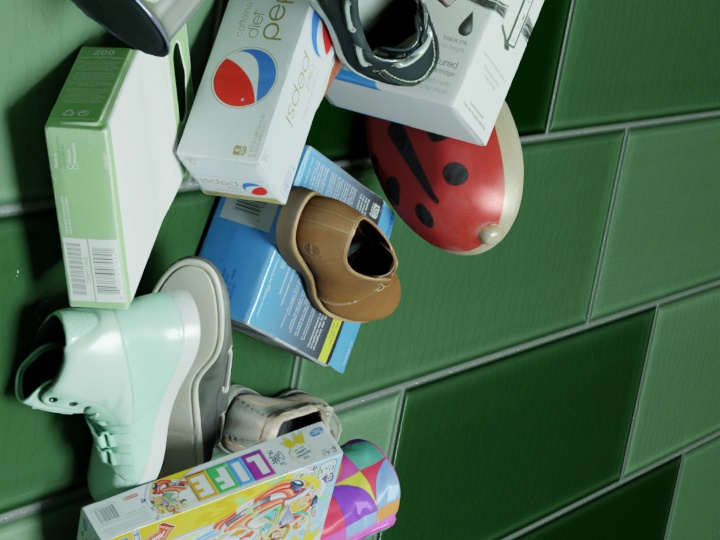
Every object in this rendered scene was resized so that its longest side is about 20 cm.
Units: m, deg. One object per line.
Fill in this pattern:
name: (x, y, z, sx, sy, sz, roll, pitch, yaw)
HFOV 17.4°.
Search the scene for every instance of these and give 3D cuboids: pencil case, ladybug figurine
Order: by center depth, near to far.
pencil case: (-0.058, 0.206, 1.873, 0.199, 0.088, 0.089, -26, 129, -35)
ladybug figurine: (0.062, -0.097, 1.903, 0.072, 0.200, 0.136, 10, 126, -40)

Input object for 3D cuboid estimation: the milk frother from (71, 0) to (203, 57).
milk frother: (-0.070, -0.210, 1.484, 0.189, 0.199, 0.181, -52, 151, -12)

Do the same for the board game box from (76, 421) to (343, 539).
board game box: (-0.115, 0.193, 1.719, 0.199, 0.034, 0.135, -18, 144, -27)

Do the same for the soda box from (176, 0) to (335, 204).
soda box: (-0.065, -0.151, 1.691, 0.064, 0.068, 0.201, 59, 44, -57)

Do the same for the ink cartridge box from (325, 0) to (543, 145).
ink cartridge box: (0.061, -0.218, 1.848, 0.084, 0.145, 0.201, 43, 66, -60)

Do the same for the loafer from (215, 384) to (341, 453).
loafer: (-0.057, 0.135, 1.912, 0.200, 0.063, 0.072, 18, 89, -65)

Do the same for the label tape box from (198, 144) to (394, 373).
label tape box: (-0.050, -0.012, 1.841, 0.200, 0.066, 0.144, 34, 75, -66)

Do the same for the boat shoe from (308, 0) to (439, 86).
boat shoe: (0.017, -0.176, 1.687, 0.076, 0.060, 0.200, -54, 150, 0)

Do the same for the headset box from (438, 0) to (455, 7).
headset box: (0.043, -0.307, 1.614, 0.149, 0.075, 0.200, -42, 119, 3)

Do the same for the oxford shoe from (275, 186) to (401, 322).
oxford shoe: (0.000, 0.000, 1.795, 0.072, 0.071, 0.200, -70, 157, -11)

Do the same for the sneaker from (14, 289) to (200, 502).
sneaker: (-0.192, 0.092, 1.632, 0.117, 0.074, 0.201, -3, 134, -27)

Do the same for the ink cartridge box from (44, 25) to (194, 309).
ink cartridge box: (-0.159, -0.090, 1.596, 0.201, 0.048, 0.146, -76, 166, -52)

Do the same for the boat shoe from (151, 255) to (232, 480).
boat shoe: (-0.128, 0.071, 1.739, 0.057, 0.066, 0.201, -60, 161, -60)

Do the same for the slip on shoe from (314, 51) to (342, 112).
slip on shoe: (-0.049, -0.145, 1.760, 0.061, 0.074, 0.201, 73, 36, -54)
